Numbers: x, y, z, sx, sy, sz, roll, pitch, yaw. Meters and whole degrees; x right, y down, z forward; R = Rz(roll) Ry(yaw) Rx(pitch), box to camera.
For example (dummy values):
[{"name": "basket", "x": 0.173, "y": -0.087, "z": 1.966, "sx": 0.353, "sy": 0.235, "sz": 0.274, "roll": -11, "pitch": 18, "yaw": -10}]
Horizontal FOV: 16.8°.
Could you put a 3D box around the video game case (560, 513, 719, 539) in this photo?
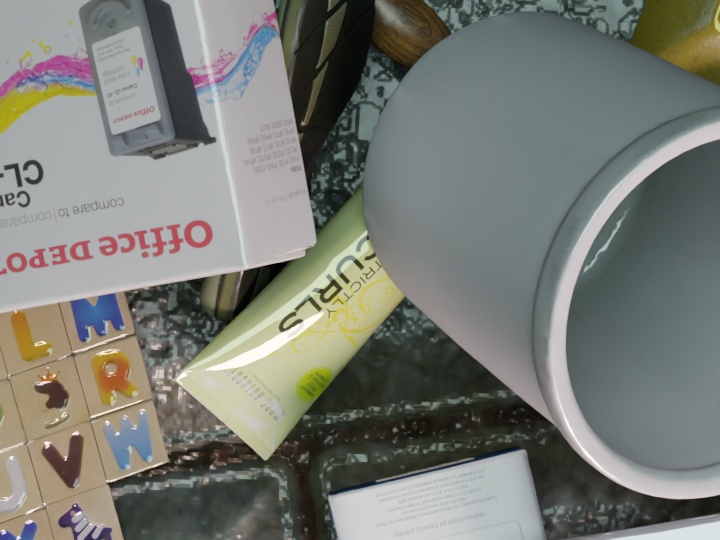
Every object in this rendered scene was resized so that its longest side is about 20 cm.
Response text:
[{"name": "video game case", "x": 0.166, "y": 0.213, "z": 1.112, "sx": 0.180, "sy": 0.023, "sz": 0.202, "roll": -10, "pitch": 87, "yaw": 1}]

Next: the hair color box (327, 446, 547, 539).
[{"name": "hair color box", "x": 0.053, "y": 0.193, "z": 1.164, "sx": 0.099, "sy": 0.061, "sz": 0.201, "roll": -13, "pitch": 86, "yaw": -1}]

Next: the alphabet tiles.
[{"name": "alphabet tiles", "x": -0.183, "y": 0.055, "z": 1.155, "sx": 0.165, "sy": 0.006, "sz": 0.201, "roll": -18, "pitch": 104, "yaw": -18}]

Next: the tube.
[{"name": "tube", "x": 0.000, "y": 0.000, "z": 1.180, "sx": 0.058, "sy": 0.052, "sz": 0.200, "roll": 43, "pitch": 86, "yaw": 2}]

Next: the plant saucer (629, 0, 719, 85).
[{"name": "plant saucer", "x": 0.255, "y": -0.154, "z": 1.195, "sx": 0.199, "sy": 0.048, "sz": 0.201, "roll": 21, "pitch": 86, "yaw": 1}]

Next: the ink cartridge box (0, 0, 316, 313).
[{"name": "ink cartridge box", "x": -0.114, "y": -0.091, "z": 1.083, "sx": 0.147, "sy": 0.086, "sz": 0.201, "roll": -10, "pitch": 93, "yaw": 21}]

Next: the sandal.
[{"name": "sandal", "x": -0.048, "y": -0.072, "z": 1.151, "sx": 0.057, "sy": 0.080, "sz": 0.202, "roll": 27, "pitch": 109, "yaw": 20}]

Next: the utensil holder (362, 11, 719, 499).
[{"name": "utensil holder", "x": 0.111, "y": -0.017, "z": 1.083, "sx": 0.169, "sy": 0.200, "sz": 0.171, "roll": -10, "pitch": 114, "yaw": -22}]

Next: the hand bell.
[{"name": "hand bell", "x": -0.027, "y": -0.155, "z": 1.182, "sx": 0.200, "sy": 0.104, "sz": 0.104, "roll": 37, "pitch": 86, "yaw": -10}]
